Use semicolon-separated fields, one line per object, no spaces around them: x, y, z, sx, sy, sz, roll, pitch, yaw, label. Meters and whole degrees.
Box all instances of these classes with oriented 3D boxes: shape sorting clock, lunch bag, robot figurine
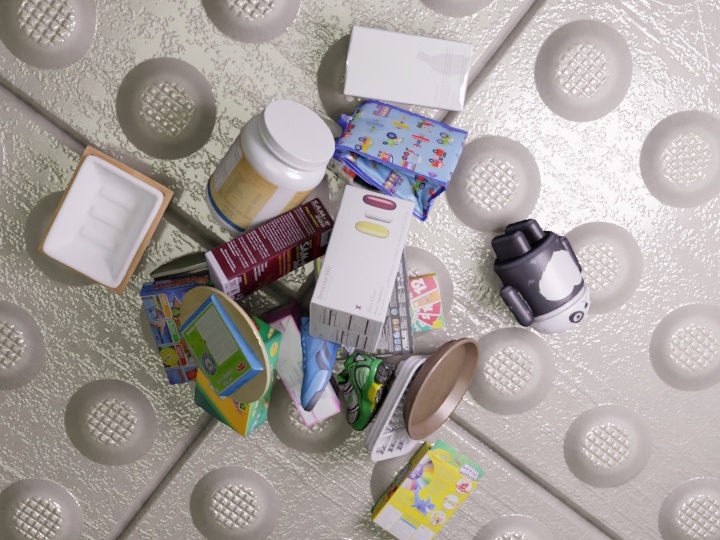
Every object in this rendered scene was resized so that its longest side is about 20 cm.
-0.210;0.115;1.213;0.039;0.200;0.201;-26;105;-41;shape sorting clock
0.053;-0.197;1.259;0.200;0.151;0.094;29;137;-3;lunch bag
0.306;0.012;1.327;0.150;0.125;0.200;-31;100;8;robot figurine

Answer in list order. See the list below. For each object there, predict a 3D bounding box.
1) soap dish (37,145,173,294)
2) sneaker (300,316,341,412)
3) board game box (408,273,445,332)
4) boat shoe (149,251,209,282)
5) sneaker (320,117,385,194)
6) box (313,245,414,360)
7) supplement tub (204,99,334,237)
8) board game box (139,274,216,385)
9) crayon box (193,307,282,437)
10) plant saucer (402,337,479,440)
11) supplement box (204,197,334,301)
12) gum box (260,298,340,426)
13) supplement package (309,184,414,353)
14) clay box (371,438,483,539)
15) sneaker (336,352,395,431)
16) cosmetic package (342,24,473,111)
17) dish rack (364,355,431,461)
-0.422;-0.084;1.310;0.157;0.081;0.200;28;100;-7;soap dish
-0.074;0.127;1.266;0.078;0.066;0.201;22;66;-9;sneaker
0.043;0.069;1.383;0.199;0.030;0.096;-10;101;3;board game box
-0.258;0.001;1.336;0.201;0.072;0.061;-14;112;8;boat shoe
-0.025;-0.188;1.293;0.200;0.093;0.070;36;98;-8;sneaker
0.005;0.049;1.343;0.160;0.044;0.201;-6;95;1;box
-0.143;-0.156;1.234;0.145;0.145;0.200;38;130;-8;supplement tub
-0.283;0.103;1.340;0.135;0.034;0.200;-7;123;0;board game box
-0.205;0.164;1.297;0.119;0.058;0.200;28;124;22;crayon box
0.136;0.200;1.347;0.029;0.200;0.200;30;101;30;plant saucer
-0.141;-0.029;1.243;0.200;0.109;0.061;-29;74;-15;supplement box
-0.101;0.161;1.352;0.066;0.114;0.200;-25;101;4;gum box
0.000;0.000;1.205;0.111;0.156;0.200;14;67;2;supplement package
0.124;0.407;1.443;0.115;0.048;0.200;36;97;-8;clay box
0.001;0.204;1.356;0.085;0.078;0.200;28;139;13;sneaker
0.074;-0.326;1.276;0.199;0.081;0.113;10;101;-2;cosmetic package
0.081;0.230;1.363;0.043;0.172;0.200;31;101;30;dish rack
